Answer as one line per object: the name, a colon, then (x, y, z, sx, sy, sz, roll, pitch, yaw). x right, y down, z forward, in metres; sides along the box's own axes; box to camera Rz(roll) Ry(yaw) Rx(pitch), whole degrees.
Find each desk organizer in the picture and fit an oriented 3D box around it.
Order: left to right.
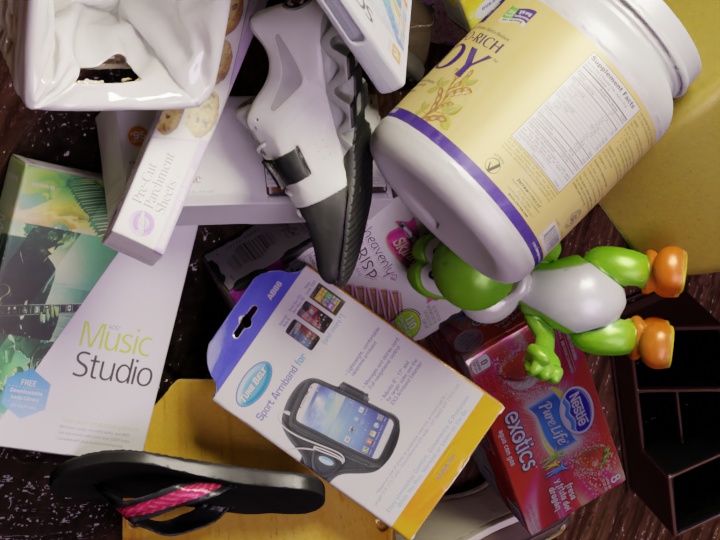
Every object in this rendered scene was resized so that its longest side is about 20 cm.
desk organizer: (0.261, 0.116, 1.973, 0.071, 0.077, 0.201, -22, 126, -15)

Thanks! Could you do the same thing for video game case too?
video game case: (-0.014, -0.245, 1.545, 0.022, 0.201, 0.183, -17, 133, 22)

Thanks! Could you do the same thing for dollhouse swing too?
dollhouse swing: (-0.070, 0.175, 1.815, 0.198, 0.176, 0.183, 0, 87, 3)

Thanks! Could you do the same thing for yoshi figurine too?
yoshi figurine: (0.132, 0.012, 1.708, 0.198, 0.113, 0.112, 10, 137, 3)

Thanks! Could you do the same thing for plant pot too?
plant pot: (0.248, -0.115, 1.764, 0.199, 0.196, 0.194, -35, 129, 7)

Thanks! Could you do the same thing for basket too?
basket: (-0.161, -0.217, 1.519, 0.135, 0.123, 0.201, -3, 119, -26)

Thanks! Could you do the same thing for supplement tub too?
supplement tub: (0.120, -0.107, 1.617, 0.200, 0.145, 0.146, -45, 129, -8)

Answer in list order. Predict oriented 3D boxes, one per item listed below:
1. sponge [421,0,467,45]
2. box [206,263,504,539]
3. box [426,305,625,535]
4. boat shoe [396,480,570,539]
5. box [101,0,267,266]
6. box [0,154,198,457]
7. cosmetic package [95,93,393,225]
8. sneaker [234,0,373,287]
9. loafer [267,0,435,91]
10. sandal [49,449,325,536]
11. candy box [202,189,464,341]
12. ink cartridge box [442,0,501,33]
sponge: (0.094, -0.253, 1.691, 0.111, 0.030, 0.201, 8, 114, -31)
box: (-0.011, 0.087, 1.702, 0.199, 0.041, 0.119, 36, 91, 0)
box: (0.126, 0.095, 1.874, 0.095, 0.100, 0.201, -29, 127, -9)
boat shoe: (0.086, 0.216, 1.947, 0.199, 0.072, 0.060, -21, 127, -19)
box: (-0.117, -0.102, 1.598, 0.041, 0.039, 0.201, 25, 72, -11)
box: (-0.200, 0.030, 1.673, 0.144, 0.036, 0.202, 10, 96, -32)
cosmetic package: (-0.080, -0.078, 1.662, 0.199, 0.083, 0.051, -3, 163, -24)
sneaker: (-0.039, -0.087, 1.614, 0.088, 0.074, 0.202, 1, 107, 11)
loafer: (-0.025, -0.206, 1.633, 0.200, 0.073, 0.072, 41, 65, -29)
sandal: (-0.125, 0.163, 1.691, 0.198, 0.045, 0.075, 5, 157, 0)
candy box: (0.000, 0.000, 1.775, 0.199, 0.061, 0.137, -32, 128, -8)
ink cartridge box: (0.115, -0.292, 1.614, 0.197, 0.047, 0.200, -38, 139, -11)
